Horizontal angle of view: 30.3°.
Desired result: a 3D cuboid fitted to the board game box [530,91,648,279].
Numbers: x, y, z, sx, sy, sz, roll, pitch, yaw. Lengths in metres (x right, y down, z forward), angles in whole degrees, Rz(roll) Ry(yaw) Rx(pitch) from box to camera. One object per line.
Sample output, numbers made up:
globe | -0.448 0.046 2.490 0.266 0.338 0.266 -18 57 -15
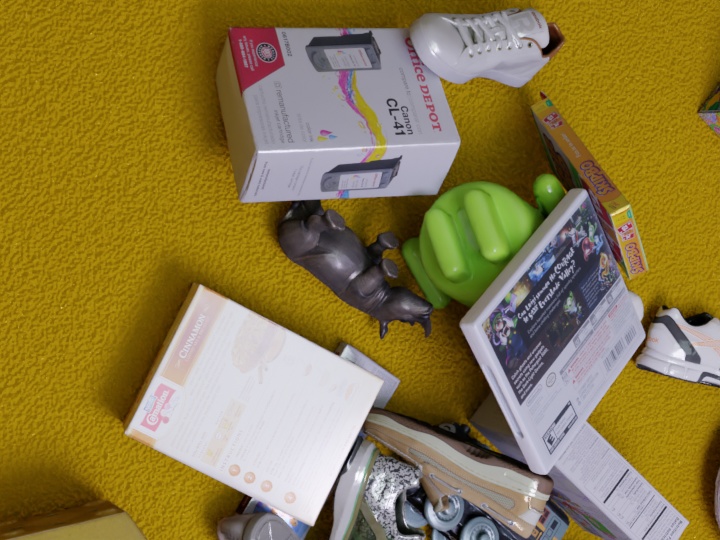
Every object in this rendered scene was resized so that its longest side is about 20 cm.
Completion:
board game box | 0.221 -0.088 1.311 0.030 0.201 0.096 -25 135 3

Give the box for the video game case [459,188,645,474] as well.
video game case | 0.184 0.055 1.240 0.200 0.023 0.183 -47 123 -31

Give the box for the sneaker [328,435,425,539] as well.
sneaker | 0.016 0.263 1.284 0.088 0.077 0.202 13 113 15

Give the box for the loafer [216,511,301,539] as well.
loafer | -0.074 0.308 1.314 0.072 0.062 0.201 -54 130 -36

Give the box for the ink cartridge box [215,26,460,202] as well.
ink cartridge box | -0.025 -0.148 1.244 0.198 0.086 0.149 -5 60 -19

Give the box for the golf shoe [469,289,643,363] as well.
golf shoe | 0.218 0.066 1.383 0.198 0.092 0.073 -16 99 -20

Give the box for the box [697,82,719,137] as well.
box | 0.502 -0.203 1.407 0.122 0.200 0.193 40 82 -19

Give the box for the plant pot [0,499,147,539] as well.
plant pot | -0.255 0.316 1.181 0.192 0.195 0.202 -10 90 -19

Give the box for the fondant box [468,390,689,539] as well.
fondant box | 0.222 0.206 1.368 0.200 0.144 0.058 45 77 -18

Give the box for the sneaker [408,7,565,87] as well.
sneaker | 0.126 -0.229 1.284 0.199 0.084 0.073 -6 67 -51

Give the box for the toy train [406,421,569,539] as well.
toy train | 0.126 0.248 1.374 0.200 0.085 0.114 43 67 -16

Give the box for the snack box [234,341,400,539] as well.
snack box | -0.042 0.175 1.330 0.072 0.024 0.201 35 82 -20

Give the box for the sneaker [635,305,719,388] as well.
sneaker | 0.401 0.092 1.464 0.198 0.074 0.081 15 87 -21

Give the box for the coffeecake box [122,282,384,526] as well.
coffeecake box | -0.103 0.125 1.262 0.199 0.073 0.154 28 85 -11

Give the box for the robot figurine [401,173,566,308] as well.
robot figurine | 0.130 -0.018 1.298 0.175 0.200 0.117 -28 69 19

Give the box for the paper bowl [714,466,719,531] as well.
paper bowl | 0.485 0.247 1.491 0.199 0.104 0.203 -2 95 -20

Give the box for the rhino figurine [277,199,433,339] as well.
rhino figurine | 0.000 0.000 1.305 0.200 0.087 0.060 43 41 -20

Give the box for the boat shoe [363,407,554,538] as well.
boat shoe | 0.083 0.197 1.284 0.072 0.199 0.077 19 93 -65
